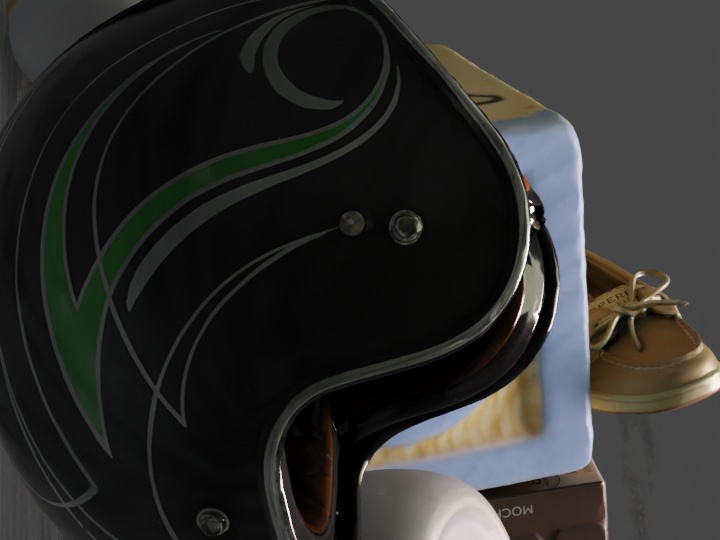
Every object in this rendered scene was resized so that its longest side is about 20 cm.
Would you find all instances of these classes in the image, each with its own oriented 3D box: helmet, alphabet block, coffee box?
[{"bbox_3d":[-0.037,0.009,0.656,0.200,0.190,0.200,50,2,-3],"label":"helmet"},{"bbox_3d":[0.000,0.000,1.075,0.200,0.193,0.198,-133,-143,-66],"label":"alphabet block"},{"bbox_3d":[0.068,0.119,1.144,0.200,0.112,0.081,-106,-171,-68],"label":"coffee box"}]

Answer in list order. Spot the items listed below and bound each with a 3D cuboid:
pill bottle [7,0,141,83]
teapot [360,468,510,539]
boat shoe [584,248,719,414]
[{"bbox_3d":[-0.090,-0.135,0.788,0.104,0.103,0.202,77,7,-76],"label":"pill bottle"},{"bbox_3d":[-0.015,0.176,0.805,0.198,0.145,0.201,-70,146,-50],"label":"teapot"},{"bbox_3d":[0.128,0.026,1.100,0.200,0.073,0.063,27,-47,59],"label":"boat shoe"}]
